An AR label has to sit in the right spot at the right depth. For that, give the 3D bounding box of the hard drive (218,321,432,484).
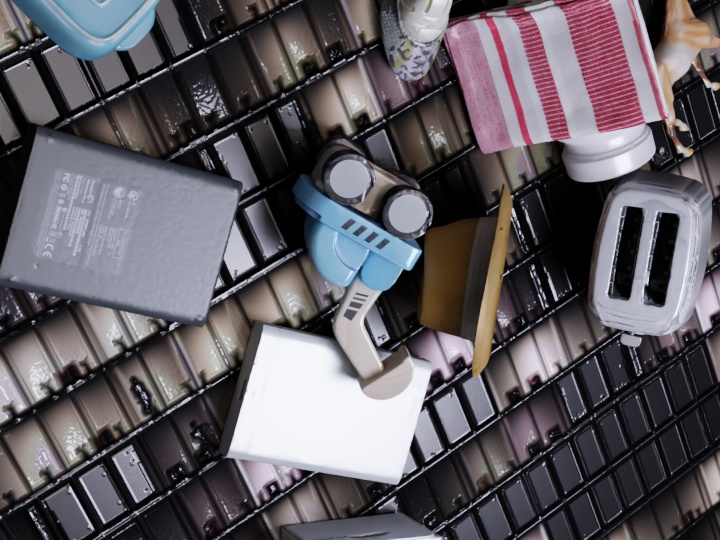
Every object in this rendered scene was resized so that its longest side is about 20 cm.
[{"bbox_3d":[-0.031,0.134,1.308,0.200,0.026,0.132,14,93,-30],"label":"hard drive"}]

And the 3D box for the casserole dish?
[{"bbox_3d":[-0.242,-0.266,1.099,0.121,0.039,0.200,-49,120,-12],"label":"casserole dish"}]

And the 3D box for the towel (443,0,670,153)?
[{"bbox_3d":[0.184,-0.192,1.274,0.023,0.200,0.144,-50,125,-49],"label":"towel"}]

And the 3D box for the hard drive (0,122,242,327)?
[{"bbox_3d":[-0.212,-0.036,1.166,0.200,0.033,0.140,14,93,-31],"label":"hard drive"}]

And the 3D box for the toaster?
[{"bbox_3d":[0.303,-0.024,1.377,0.129,0.113,0.201,-26,126,-71],"label":"toaster"}]

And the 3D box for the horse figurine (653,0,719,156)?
[{"bbox_3d":[0.340,-0.212,1.432,0.132,0.050,0.200,39,80,-30],"label":"horse figurine"}]

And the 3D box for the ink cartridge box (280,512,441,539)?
[{"bbox_3d":[-0.006,0.354,1.335,0.145,0.083,0.201,-1,100,-29],"label":"ink cartridge box"}]

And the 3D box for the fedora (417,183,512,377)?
[{"bbox_3d":[0.099,0.005,1.295,0.082,0.201,0.201,9,97,6],"label":"fedora"}]

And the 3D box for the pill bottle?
[{"bbox_3d":[0.228,-0.199,1.333,0.116,0.116,0.200,-29,113,-21],"label":"pill bottle"}]

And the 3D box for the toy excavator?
[{"bbox_3d":[0.000,0.000,1.254,0.194,0.100,0.200,30,101,-14],"label":"toy excavator"}]

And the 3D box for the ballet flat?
[{"bbox_3d":[0.059,-0.279,1.249,0.072,0.072,0.201,-3,102,-29],"label":"ballet flat"}]
